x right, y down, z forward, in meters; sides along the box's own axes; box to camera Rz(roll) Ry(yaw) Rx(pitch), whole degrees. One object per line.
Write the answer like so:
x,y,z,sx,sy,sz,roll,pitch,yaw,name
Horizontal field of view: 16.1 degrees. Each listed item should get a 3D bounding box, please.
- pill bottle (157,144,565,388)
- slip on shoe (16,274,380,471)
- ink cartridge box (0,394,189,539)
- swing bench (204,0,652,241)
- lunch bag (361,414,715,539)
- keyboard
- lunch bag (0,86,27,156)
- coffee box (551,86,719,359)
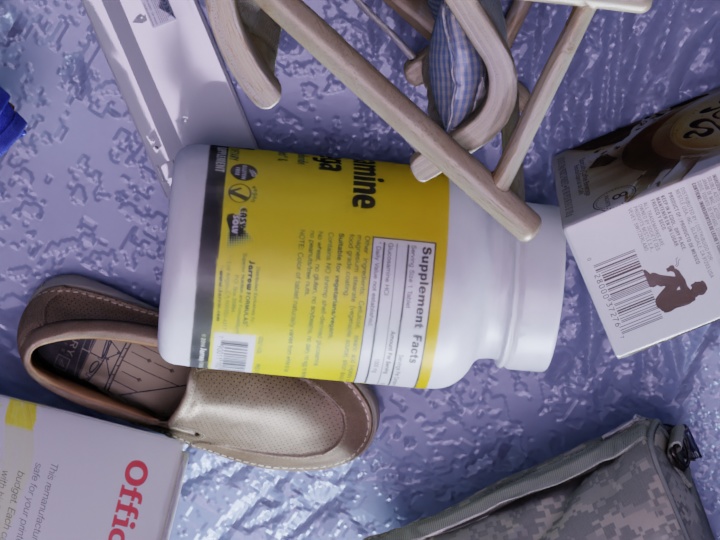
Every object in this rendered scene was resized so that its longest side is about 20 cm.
0.000,0.000,1.287,0.198,0.113,0.113,5,111,-4,pill bottle
-0.086,0.061,1.341,0.199,0.061,0.076,23,110,-7,slip on shoe
-0.203,0.140,1.332,0.198,0.083,0.146,15,78,-4,ink cartridge box
0.016,-0.139,1.189,0.199,0.199,0.130,23,110,-7,swing bench
0.107,0.184,1.340,0.199,0.140,0.169,-23,109,9,lunch bag
-0.111,-0.134,1.297,0.056,0.011,0.201,-21,109,4,keyboard
-0.286,-0.075,1.264,0.200,0.124,0.170,-37,107,24,lunch bag
0.202,-0.045,1.265,0.199,0.113,0.080,-22,109,9,coffee box
